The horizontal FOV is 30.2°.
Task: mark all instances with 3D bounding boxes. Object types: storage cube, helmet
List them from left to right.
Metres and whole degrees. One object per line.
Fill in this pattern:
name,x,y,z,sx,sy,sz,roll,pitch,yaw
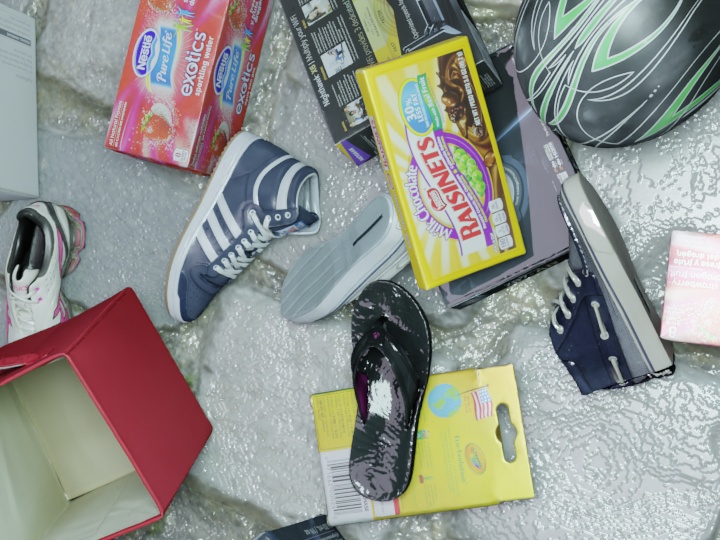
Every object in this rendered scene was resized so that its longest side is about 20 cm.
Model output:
storage cube,-0.270,0.150,1.261,0.171,0.180,0.200,-25,104,17
helmet,0.225,-0.202,1.134,0.191,0.200,0.200,-38,73,-17

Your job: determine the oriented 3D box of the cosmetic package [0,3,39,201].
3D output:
cosmetic package,-0.455,-0.171,1.403,0.199,0.123,0.200,-4,84,19

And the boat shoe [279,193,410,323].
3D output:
boat shoe,0.000,0.000,1.247,0.200,0.067,0.074,-36,49,46

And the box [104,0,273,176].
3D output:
box,-0.168,-0.200,1.319,0.100,0.095,0.200,15,92,20

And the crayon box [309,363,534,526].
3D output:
crayon box,0.061,0.162,1.238,0.200,0.051,0.127,-10,83,19

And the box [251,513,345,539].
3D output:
box,-0.036,0.337,1.208,0.107,0.148,0.200,-43,75,12

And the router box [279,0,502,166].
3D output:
router box,0.023,-0.221,1.248,0.157,0.052,0.200,-28,61,15

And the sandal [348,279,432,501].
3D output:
sandal,0.023,0.109,1.197,0.075,0.048,0.201,1,91,17

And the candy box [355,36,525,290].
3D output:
candy box,0.071,-0.092,1.158,0.102,0.026,0.200,-20,103,-13

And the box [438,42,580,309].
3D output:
box,0.117,-0.086,1.238,0.160,0.044,0.200,-25,79,16

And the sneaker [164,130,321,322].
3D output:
sneaker,-0.110,-0.028,1.301,0.108,0.070,0.200,24,91,21

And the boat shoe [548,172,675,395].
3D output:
boat shoe,0.195,0.020,1.162,0.093,0.075,0.200,-23,102,20

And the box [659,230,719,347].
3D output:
box,0.360,0.024,1.115,0.200,0.103,0.095,6,88,19

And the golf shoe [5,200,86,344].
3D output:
golf shoe,-0.338,0.028,1.366,0.073,0.092,0.200,4,89,18
